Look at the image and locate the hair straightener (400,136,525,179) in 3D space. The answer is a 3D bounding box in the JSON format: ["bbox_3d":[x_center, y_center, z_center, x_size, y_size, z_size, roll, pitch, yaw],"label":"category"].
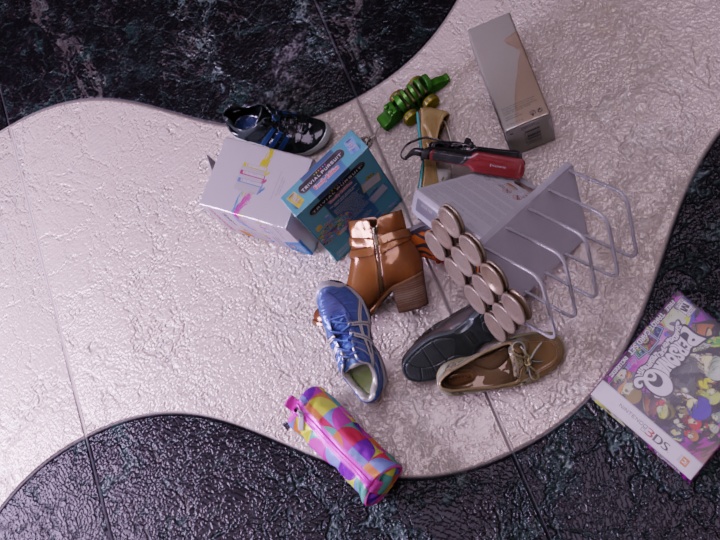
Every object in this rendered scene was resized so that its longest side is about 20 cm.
[{"bbox_3d":[0.161,-0.181,1.579,0.195,0.077,0.042,4,116,2],"label":"hair straightener"}]

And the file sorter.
[{"bbox_3d":[0.286,-0.026,1.417,0.199,0.140,0.124,-40,42,-19],"label":"file sorter"}]

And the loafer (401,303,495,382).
[{"bbox_3d":[0.148,0.099,1.520,0.198,0.072,0.063,-32,23,5],"label":"loafer"}]

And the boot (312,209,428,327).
[{"bbox_3d":[0.000,0.000,1.549,0.196,0.077,0.158,-15,98,19],"label":"boot"}]

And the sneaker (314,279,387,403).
[{"bbox_3d":[-0.011,0.107,1.500,0.075,0.077,0.203,-24,103,10],"label":"sneaker"}]

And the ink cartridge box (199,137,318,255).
[{"bbox_3d":[-0.163,-0.127,1.660,0.197,0.129,0.127,16,77,24],"label":"ink cartridge box"}]

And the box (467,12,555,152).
[{"bbox_3d":[0.242,-0.300,1.602,0.076,0.095,0.203,-20,67,9],"label":"box"}]

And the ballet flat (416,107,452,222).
[{"bbox_3d":[0.122,-0.176,1.617,0.062,0.069,0.204,0,72,3],"label":"ballet flat"}]

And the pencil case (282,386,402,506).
[{"bbox_3d":[-0.029,0.263,1.503,0.199,0.088,0.089,39,86,25],"label":"pencil case"}]

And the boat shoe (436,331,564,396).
[{"bbox_3d":[0.207,0.144,1.460,0.196,0.063,0.075,-21,87,6],"label":"boat shoe"}]

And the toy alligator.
[{"bbox_3d":[0.066,-0.276,1.675,0.199,0.054,0.060,-37,64,4],"label":"toy alligator"}]

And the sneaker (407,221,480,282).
[{"bbox_3d":[0.151,-0.018,1.542,0.196,0.078,0.114,-6,68,17],"label":"sneaker"}]

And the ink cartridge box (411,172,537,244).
[{"bbox_3d":[0.201,-0.089,1.514,0.197,0.048,0.160,-16,41,-35],"label":"ink cartridge box"}]

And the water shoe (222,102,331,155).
[{"bbox_3d":[-0.149,-0.247,1.725,0.196,0.079,0.073,6,73,21],"label":"water shoe"}]

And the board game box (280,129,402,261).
[{"bbox_3d":[-0.026,-0.113,1.568,0.151,0.200,0.047,-43,64,-1],"label":"board game box"}]

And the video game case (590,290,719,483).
[{"bbox_3d":[0.455,0.161,1.398,0.181,0.036,0.200,41,88,25],"label":"video game case"}]

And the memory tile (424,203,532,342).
[{"bbox_3d":[0.164,0.004,1.413,0.017,0.154,0.201,-32,78,-15],"label":"memory tile"}]
